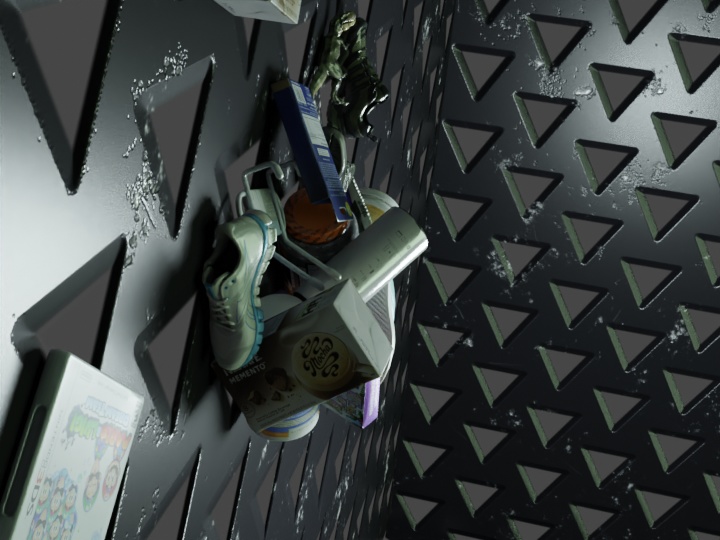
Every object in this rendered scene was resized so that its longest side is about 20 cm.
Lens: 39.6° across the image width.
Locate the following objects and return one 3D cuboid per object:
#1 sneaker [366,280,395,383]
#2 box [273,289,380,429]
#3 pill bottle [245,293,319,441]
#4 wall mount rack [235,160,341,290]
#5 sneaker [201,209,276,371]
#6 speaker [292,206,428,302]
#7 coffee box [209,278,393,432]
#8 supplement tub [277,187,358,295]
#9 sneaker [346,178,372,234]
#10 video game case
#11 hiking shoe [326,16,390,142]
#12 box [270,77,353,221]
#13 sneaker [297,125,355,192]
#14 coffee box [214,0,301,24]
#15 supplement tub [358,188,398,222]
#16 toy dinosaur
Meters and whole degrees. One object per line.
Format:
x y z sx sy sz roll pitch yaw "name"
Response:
0.024 0.080 1.514 0.082 0.073 0.202 16 80 -75 "sneaker"
-0.058 0.129 1.475 0.039 0.199 0.138 -34 140 -40 "box"
-0.112 0.135 1.409 0.112 0.111 0.201 -68 165 -50 "pill bottle"
-0.093 -0.055 1.311 0.200 0.074 0.175 -32 105 -78 "wall mount rack"
-0.161 0.028 1.194 0.086 0.075 0.202 -17 119 -57 "sneaker"
0.000 0.000 1.419 0.200 0.081 0.081 -42 156 -18 "speaker"
-0.075 0.109 1.269 0.113 0.199 0.080 58 25 -13 "coffee box"
-0.061 -0.027 1.513 0.201 0.122 0.123 88 15 -52 "supplement tub"
-0.044 -0.105 1.684 0.201 0.099 0.070 -113 -179 -47 "sneaker"
-0.254 0.180 0.882 0.200 0.024 0.183 72 30 -71 "video game case"
0.005 -0.317 1.667 0.076 0.100 0.202 -43 142 -75 "hiking shoe"
-0.064 -0.158 1.370 0.121 0.032 0.201 -20 90 -79 "box"
-0.052 -0.168 1.574 0.200 0.076 0.115 93 9 -50 "sneaker"
-0.099 -0.375 1.051 0.114 0.079 0.202 -14 114 -80 "coffee box"
-0.005 -0.038 1.769 0.201 0.143 0.145 -70 166 -46 "supplement tub"
-0.046 -0.308 1.551 0.088 0.047 0.201 61 38 -52 "toy dinosaur"
